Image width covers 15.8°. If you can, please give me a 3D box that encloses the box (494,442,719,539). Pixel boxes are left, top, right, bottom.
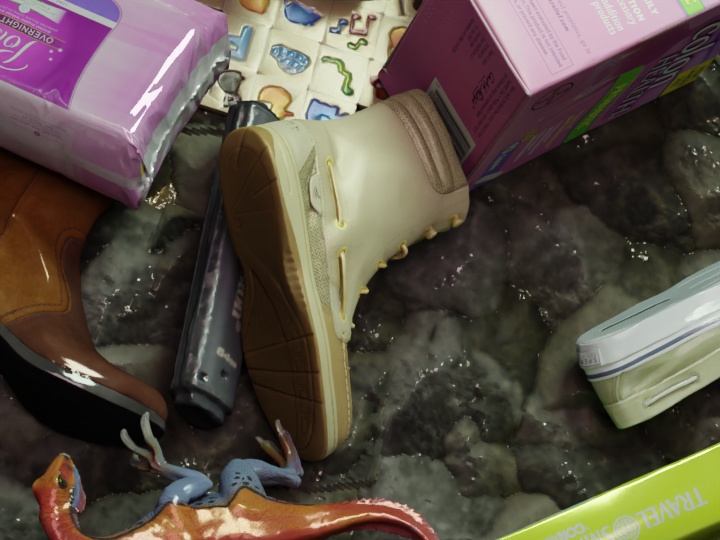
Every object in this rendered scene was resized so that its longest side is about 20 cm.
[{"bbox_3d":[0.123,0.164,1.492,0.199,0.122,0.048,-21,76,-18],"label":"box"}]

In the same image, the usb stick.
[{"bbox_3d":[-0.078,-0.006,1.556,0.032,0.056,0.201,2,66,20],"label":"usb stick"}]

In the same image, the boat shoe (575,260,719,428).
[{"bbox_3d":[0.224,0.033,1.603,0.199,0.072,0.062,-24,100,-15],"label":"boat shoe"}]

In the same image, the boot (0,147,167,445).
[{"bbox_3d":[-0.165,-0.011,1.548,0.187,0.069,0.201,24,59,7],"label":"boot"}]

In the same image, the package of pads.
[{"bbox_3d":[-0.188,-0.129,1.532,0.199,0.076,0.121,24,57,10],"label":"package of pads"}]

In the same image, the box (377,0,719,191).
[{"bbox_3d":[0.134,-0.151,1.584,0.199,0.176,0.097,-27,80,-21],"label":"box"}]

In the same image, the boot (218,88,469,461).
[{"bbox_3d":[0.000,0.000,1.553,0.155,0.073,0.202,-17,100,-41],"label":"boot"}]

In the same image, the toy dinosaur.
[{"bbox_3d":[-0.088,0.130,1.442,0.199,0.181,0.106,-7,90,31],"label":"toy dinosaur"}]

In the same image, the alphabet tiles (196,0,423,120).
[{"bbox_3d":[-0.053,-0.167,1.648,0.198,0.008,0.168,17,67,-5],"label":"alphabet tiles"}]
